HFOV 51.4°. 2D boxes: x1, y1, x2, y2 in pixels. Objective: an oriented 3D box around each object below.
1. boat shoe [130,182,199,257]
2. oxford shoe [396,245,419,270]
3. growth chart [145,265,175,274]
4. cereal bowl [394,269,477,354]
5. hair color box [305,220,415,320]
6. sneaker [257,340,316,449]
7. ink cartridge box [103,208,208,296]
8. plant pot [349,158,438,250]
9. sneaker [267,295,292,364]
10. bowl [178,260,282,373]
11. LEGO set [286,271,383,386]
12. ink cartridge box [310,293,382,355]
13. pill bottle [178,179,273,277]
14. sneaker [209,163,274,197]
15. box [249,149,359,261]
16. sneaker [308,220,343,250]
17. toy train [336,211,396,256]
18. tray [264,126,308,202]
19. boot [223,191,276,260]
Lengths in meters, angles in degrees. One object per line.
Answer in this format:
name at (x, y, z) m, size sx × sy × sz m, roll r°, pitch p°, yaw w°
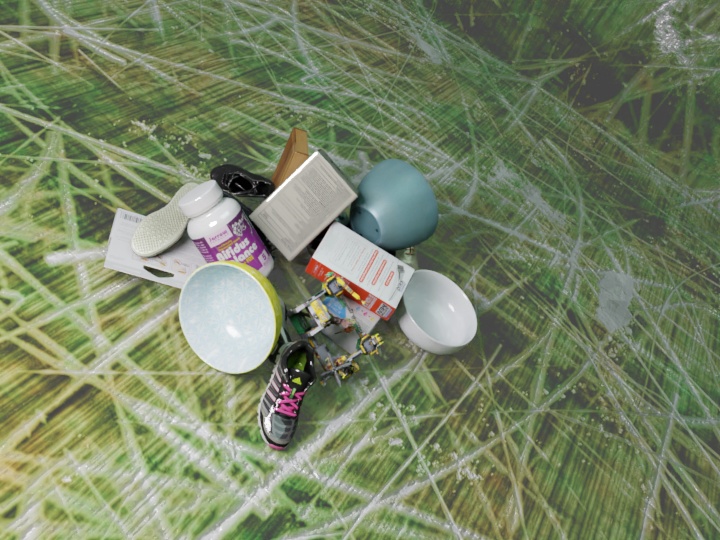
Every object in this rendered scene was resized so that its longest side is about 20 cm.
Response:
boat shoe at (-0.365, -0.089, 1.426) m, size 0.074 × 0.062 × 0.201 m, roll 35°, pitch 50°, yaw -3°
oxford shoe at (0.104, -0.048, 1.793) m, size 0.070 × 0.074 × 0.202 m, roll 7°, pitch 43°, yaw -30°
growth chart at (-0.326, -0.022, 1.513) m, size 0.198 × 0.018 × 0.146 m, roll 20°, pitch 37°, yaw -17°
cereal bowl at (0.154, 0.102, 1.639) m, size 0.198 × 0.083 × 0.202 m, roll 22°, pitch 44°, yaw -22°
hair color box at (0.000, 0.000, 1.537) m, size 0.198 × 0.064 × 0.112 m, roll 31°, pitch 55°, yaw -1°
sneaker at (-0.123, 0.207, 1.301) m, size 0.073 × 0.087 × 0.202 m, roll 23°, pitch 58°, yaw -18°
ink cartridge box at (-0.381, -0.024, 1.422) m, size 0.198 × 0.044 × 0.175 m, roll 18°, pitch 38°, yaw -20°
plant pot at (0.053, -0.124, 1.635) m, size 0.200 × 0.201 × 0.134 m, roll 43°, pitch 52°, yaw 16°
sneaker at (-0.167, 0.096, 1.444) m, size 0.079 × 0.074 × 0.201 m, roll 4°, pitch 44°, yaw -40°
bowl at (-0.216, 0.072, 1.347) m, size 0.199 × 0.201 × 0.108 m, roll 37°, pitch 24°, yaw 8°
LEGO set at (-0.044, 0.106, 1.404) m, size 0.152 × 0.116 × 0.202 m, roll -24°, pitch 89°, yaw -18°
ink cartridge box at (-0.006, 0.074, 1.581) m, size 0.115 × 0.068 × 0.200 m, roll 36°, pitch 37°, yaw 5°
pill bottle at (-0.256, -0.064, 1.411) m, size 0.201 × 0.111 × 0.113 m, roll 60°, pitch 27°, yaw -25°
sneaker at (-0.268, -0.196, 1.649) m, size 0.197 × 0.061 × 0.104 m, roll 17°, pitch 9°, yaw 20°
box at (-0.114, -0.138, 1.559) m, size 0.128 × 0.200 × 0.109 m, roll 47°, pitch 9°, yaw -7°
sneaker at (-0.114, -0.095, 1.671) m, size 0.199 × 0.079 × 0.070 m, roll 27°, pitch -6°, yaw 38°
toy train at (-0.007, -0.070, 1.741) m, size 0.197 × 0.085 × 0.115 m, roll 8°, pitch 52°, yaw -28°
tray at (-0.170, -0.211, 1.683) m, size 0.037 × 0.201 × 0.099 m, roll 15°, pitch 39°, yaw -21°
boot at (-0.266, -0.085, 1.553) m, size 0.197 × 0.074 × 0.163 m, roll 29°, pitch 23°, yaw -20°
